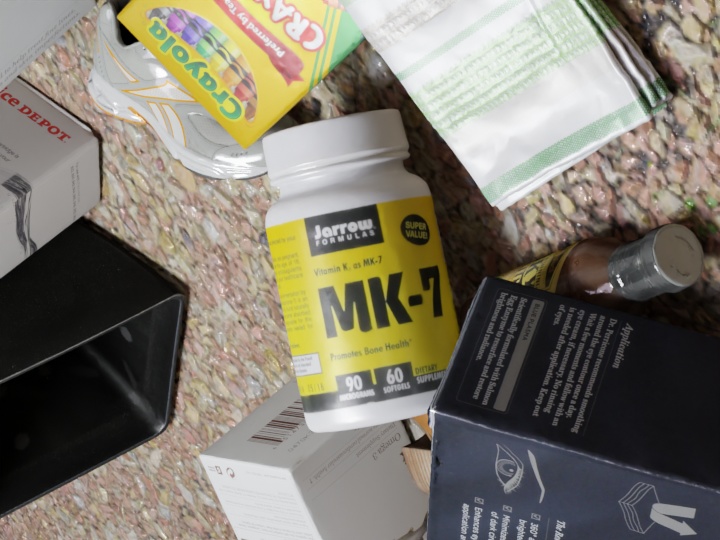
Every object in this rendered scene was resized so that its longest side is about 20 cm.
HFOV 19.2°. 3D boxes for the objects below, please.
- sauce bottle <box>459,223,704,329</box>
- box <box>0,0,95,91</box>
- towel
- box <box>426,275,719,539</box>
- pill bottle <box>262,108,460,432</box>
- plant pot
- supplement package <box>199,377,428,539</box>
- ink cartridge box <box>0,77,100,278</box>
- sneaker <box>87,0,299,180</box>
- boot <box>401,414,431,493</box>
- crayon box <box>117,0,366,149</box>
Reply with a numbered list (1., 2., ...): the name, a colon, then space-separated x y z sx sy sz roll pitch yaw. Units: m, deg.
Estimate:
1. sauce bottle: 0.141 0.014 1.354 0.065 0.065 0.200 55 144 -6
2. box: -0.313 -0.214 1.508 0.131 0.199 0.200 38 161 19
3. towel: 0.073 -0.142 1.268 0.149 0.031 0.200 -32 101 38
4. box: 0.150 0.128 1.333 0.200 0.117 0.197 16 142 12
5. pill bottle: 0.000 0.000 1.414 0.114 0.114 0.200 -13 89 53
6. plant pot: -0.287 0.062 1.794 0.177 0.200 0.200 47 148 26
7. supplement package: -0.016 0.200 1.661 0.117 0.117 0.200 3 124 48
8. ink cartridge box: -0.328 -0.064 1.704 0.145 0.200 0.084 35 145 23
9. sneaker: -0.122 -0.136 1.514 0.200 0.076 0.092 27 135 29
10. boot: 0.079 0.077 1.487 0.155 0.074 0.200 -4 122 45
11. crayon box: -0.071 -0.167 1.385 0.127 0.051 0.200 45 132 -5
